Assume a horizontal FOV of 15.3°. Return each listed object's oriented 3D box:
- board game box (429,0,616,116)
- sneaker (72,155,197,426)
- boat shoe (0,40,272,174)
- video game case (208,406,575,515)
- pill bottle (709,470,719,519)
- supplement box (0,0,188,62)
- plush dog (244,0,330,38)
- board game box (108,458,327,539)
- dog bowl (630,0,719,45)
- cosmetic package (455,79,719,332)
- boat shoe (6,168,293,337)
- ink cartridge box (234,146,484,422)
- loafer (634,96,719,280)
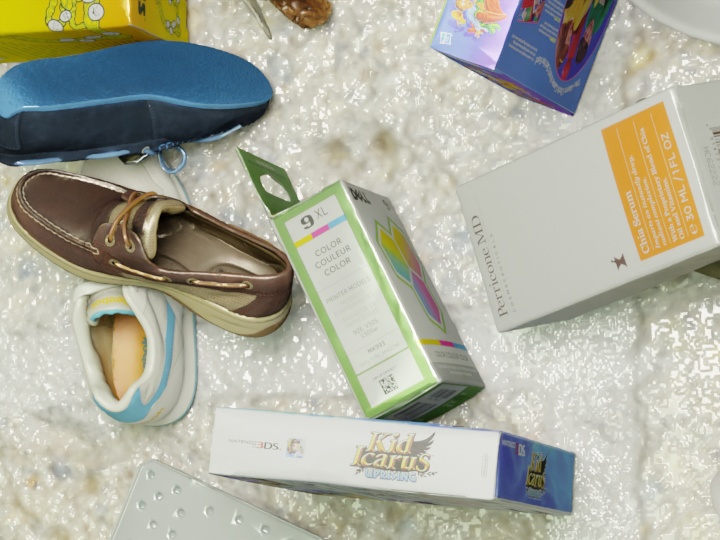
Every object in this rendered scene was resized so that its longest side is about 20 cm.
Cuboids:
[{"bbox_3d":[0.113,-0.179,1.660,0.045,0.200,0.135,21,92,19],"label":"board game box"},{"bbox_3d":[-0.155,0.003,1.796,0.076,0.081,0.201,-12,81,18],"label":"sneaker"},{"bbox_3d":[-0.156,-0.108,1.772,0.084,0.199,0.069,61,142,41],"label":"boat shoe"},{"bbox_3d":[0.024,0.119,1.665,0.180,0.200,0.046,3,83,18],"label":"video game case"},{"bbox_3d":[0.321,0.121,1.614,0.199,0.113,0.113,-33,77,12],"label":"pill bottle"},{"bbox_3d":[-0.226,-0.205,1.820,0.199,0.109,0.110,-2,85,17],"label":"supplement box"},{"bbox_3d":[-0.028,-0.262,1.740,0.172,0.200,0.160,-40,109,20],"label":"plush dog"},{"bbox_3d":[-0.093,0.255,1.784,0.199,0.026,0.201,23,92,19],"label":"board game box"},{"bbox_3d":[0.250,-0.219,1.613,0.199,0.200,0.079,-5,61,18],"label":"dog bowl"},{"bbox_3d":[0.158,-0.038,1.652,0.200,0.071,0.102,-25,79,48],"label":"cosmetic package"},{"bbox_3d":[-0.134,-0.025,1.732,0.199,0.072,0.072,26,59,6],"label":"boat shoe"},{"bbox_3d":[0.000,0.000,1.733,0.059,0.104,0.201,-30,77,13],"label":"ink cartridge box"},{"bbox_3d":[0.235,-0.025,1.683,0.200,0.075,0.070,47,123,25],"label":"loafer"}]
